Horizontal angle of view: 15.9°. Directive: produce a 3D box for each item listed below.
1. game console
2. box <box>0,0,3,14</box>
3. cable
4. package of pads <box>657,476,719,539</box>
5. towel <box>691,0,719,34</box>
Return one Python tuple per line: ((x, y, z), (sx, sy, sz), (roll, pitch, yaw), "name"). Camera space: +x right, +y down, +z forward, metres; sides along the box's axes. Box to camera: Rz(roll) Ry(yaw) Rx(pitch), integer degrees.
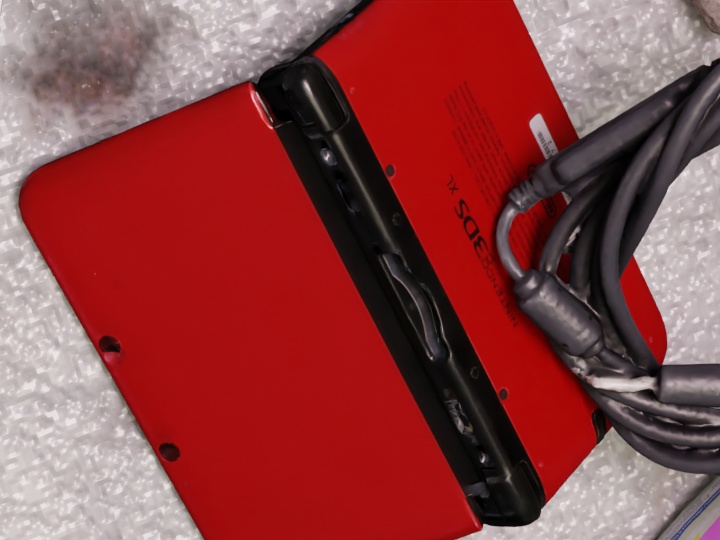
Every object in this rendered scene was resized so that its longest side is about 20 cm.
((0.000, 0.000, 0.981), (0.172, 0.119, 0.200), (-45, 117, -37), "game console")
((-0.219, -0.118, 0.854), (0.200, 0.060, 0.117), (9, 100, -20), "box")
((0.160, -0.006, 0.929), (0.200, 0.051, 0.163), (-31, 103, 18), "cable")
((0.203, 0.165, 1.063), (0.155, 0.068, 0.200), (-46, 112, -3), "package of pads")
((0.187, -0.194, 0.985), (0.200, 0.034, 0.133), (-35, 111, -7), "towel")
